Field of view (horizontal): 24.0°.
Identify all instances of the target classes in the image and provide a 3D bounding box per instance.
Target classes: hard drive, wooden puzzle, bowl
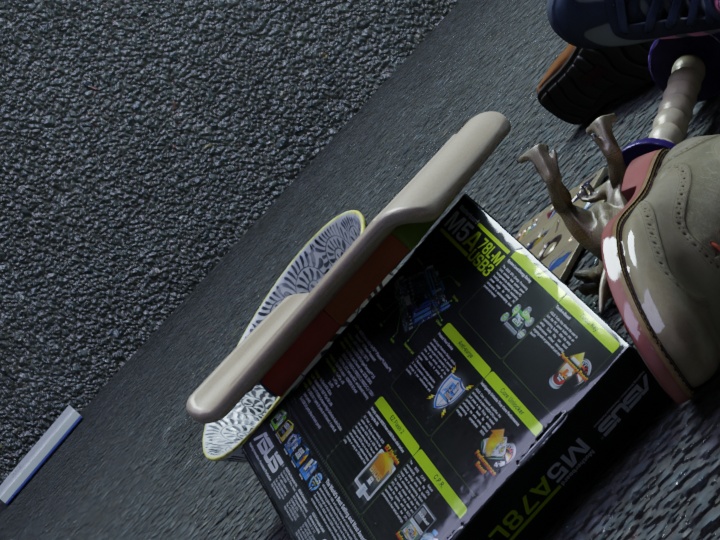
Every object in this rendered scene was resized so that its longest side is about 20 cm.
[{"bbox_3d":[-0.577,0.330,3.047,0.200,0.025,0.132,-50,9,-9],"label":"hard drive"},{"bbox_3d":[0.000,0.000,0.987,0.200,0.037,0.185,-43,3,29],"label":"wooden puzzle"},{"bbox_3d":[-0.020,0.068,1.195,0.201,0.094,0.201,-52,15,20],"label":"bowl"}]

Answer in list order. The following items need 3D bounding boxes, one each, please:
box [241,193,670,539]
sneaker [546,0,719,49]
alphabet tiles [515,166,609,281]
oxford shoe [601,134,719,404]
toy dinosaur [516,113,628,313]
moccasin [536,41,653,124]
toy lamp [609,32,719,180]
[{"bbox_3d":[0.039,0.076,0.865,0.193,0.047,0.200,-47,31,3],"label":"box"},{"bbox_3d":[0.210,-0.175,1.037,0.198,0.071,0.082,-15,25,13],"label":"sneaker"},{"bbox_3d":[0.105,0.011,1.166,0.166,0.006,0.201,-38,14,48],"label":"alphabet tiles"},{"bbox_3d":[0.163,-0.015,0.801,0.074,0.071,0.201,-27,24,26],"label":"oxford shoe"},{"bbox_3d":[0.129,-0.025,0.884,0.058,0.102,0.200,-26,-5,5],"label":"toy dinosaur"},{"bbox_3d":[0.204,-0.176,1.306,0.078,0.073,0.201,-60,3,-20],"label":"moccasin"},{"bbox_3d":[0.197,-0.105,1.056,0.058,0.058,0.200,-41,10,37],"label":"toy lamp"}]
